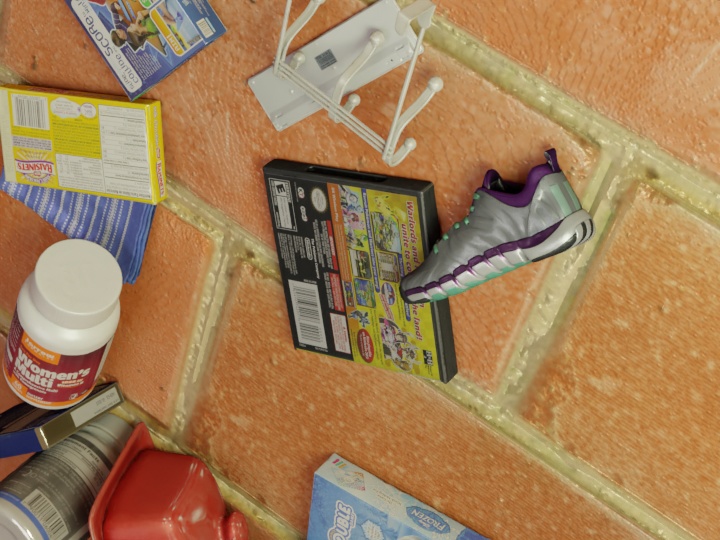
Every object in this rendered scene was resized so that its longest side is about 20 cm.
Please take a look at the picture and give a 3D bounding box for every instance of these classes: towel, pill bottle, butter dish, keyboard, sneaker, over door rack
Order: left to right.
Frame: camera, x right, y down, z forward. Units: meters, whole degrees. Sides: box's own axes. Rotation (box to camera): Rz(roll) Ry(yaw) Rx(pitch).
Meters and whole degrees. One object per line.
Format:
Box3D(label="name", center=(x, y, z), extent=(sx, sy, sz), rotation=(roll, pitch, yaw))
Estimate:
Box3D(label="pill bottle", center=(-0.335, 0.252, 1.833), extent=(0.113, 0.200, 0.115), rotation=(19, 127, 26))
Box3D(label="pill bottle", center=(-0.316, 0.058, 1.737), extent=(0.109, 0.110, 0.200), rotation=(41, 144, 8))
Box3D(label="towel", center=(-0.298, -0.087, 1.708), extent=(0.199, 0.024, 0.145), rotation=(35, 133, 15))
Box3D(label="butter dish", center=(-0.194, 0.290, 1.787), extent=(0.147, 0.200, 0.201), rotation=(-6, 115, 14))
Box3D(label="keyboard", center=(-0.026, -0.181, 1.444), extent=(0.199, 0.011, 0.057), rotation=(-23, 96, 44))
Box3D(label="over door rack", center=(-0.002, -0.195, 1.350), extent=(0.147, 0.067, 0.201), rotation=(38, 152, 18))
Box3D(label="sneaker", center=(0.107, -0.036, 1.402), extent=(0.199, 0.074, 0.088), rotation=(-23, 89, 35))

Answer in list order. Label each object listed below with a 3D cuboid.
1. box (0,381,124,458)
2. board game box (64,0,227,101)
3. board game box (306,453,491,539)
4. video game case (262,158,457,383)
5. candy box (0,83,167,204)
Box3D(label="box", center=(-0.376, 0.177, 1.872), extent=(0.199, 0.121, 0.033), rotation=(-13, 103, 43))
Box3D(label="board game box", center=(-0.226, -0.273, 1.519), extent=(0.135, 0.034, 0.201), rotation=(-26, 100, 46))
Box3D(label="board game box", center=(0.033, 0.316, 1.697), extent=(0.198, 0.043, 0.201), rotation=(26, 131, 24))
Box3D(label="video game case", center=(0.000, 0.000, 1.530), extent=(0.180, 0.025, 0.201), rotation=(11, 123, 33))
Box3D(label="candy box", center=(-0.284, -0.130, 1.647), extent=(0.199, 0.026, 0.103), rotation=(10, 115, 29))
